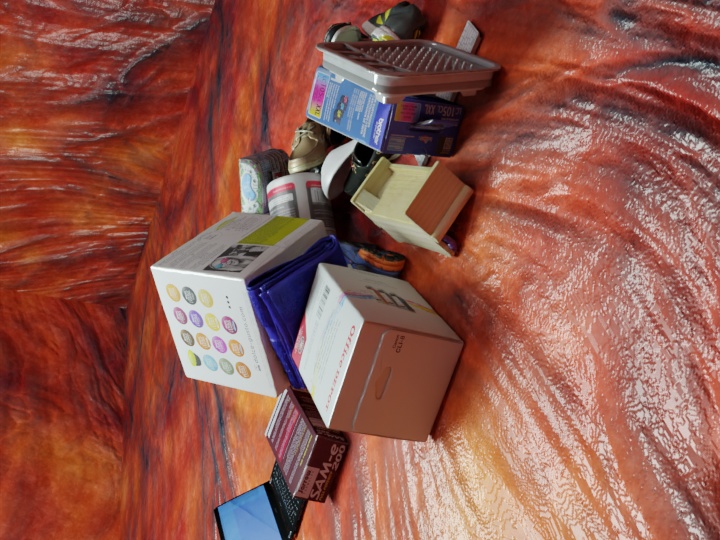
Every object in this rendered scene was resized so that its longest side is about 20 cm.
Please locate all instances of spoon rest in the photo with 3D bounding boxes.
[{"bbox_3d":[-0.020,-0.203,1.359,0.099,0.060,0.202,-44,-25,-46],"label":"spoon rest"}]

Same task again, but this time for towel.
[{"bbox_3d":[-0.064,0.066,1.171,0.050,0.146,0.202,42,157,50],"label":"towel"}]

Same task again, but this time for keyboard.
[{"bbox_3d":[0.117,-0.243,1.151,0.057,0.010,0.202,-113,39,-53],"label":"keyboard"}]

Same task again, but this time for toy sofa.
[{"bbox_3d":[0.075,-0.090,1.116,0.083,0.097,0.200,-54,22,-5],"label":"toy sofa"}]

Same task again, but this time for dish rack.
[{"bbox_3d":[0.058,-0.250,1.036,0.171,0.197,0.044,36,130,47],"label":"dish rack"}]

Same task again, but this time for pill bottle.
[{"bbox_3d":[-0.095,-0.056,1.422,0.110,0.109,0.204,-27,70,62],"label":"pill bottle"}]

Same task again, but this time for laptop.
[{"bbox_3d":[-0.174,0.388,1.447,0.177,0.102,0.203,-132,56,-62],"label":"laptop"}]

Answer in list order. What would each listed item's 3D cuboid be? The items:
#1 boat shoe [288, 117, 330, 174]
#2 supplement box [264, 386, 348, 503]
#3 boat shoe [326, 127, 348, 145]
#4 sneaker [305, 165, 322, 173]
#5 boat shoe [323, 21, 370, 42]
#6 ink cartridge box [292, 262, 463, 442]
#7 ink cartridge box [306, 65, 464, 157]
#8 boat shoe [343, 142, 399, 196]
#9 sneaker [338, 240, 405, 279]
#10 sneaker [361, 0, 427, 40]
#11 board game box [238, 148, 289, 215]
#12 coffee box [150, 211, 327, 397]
[{"bbox_3d":[-0.094,-0.229,1.469,0.201,0.070,0.065,-74,-33,-61],"label":"boat shoe"},{"bbox_3d":[-0.092,0.274,1.347,0.110,0.060,0.200,-68,24,11],"label":"supplement box"},{"bbox_3d":[-0.011,-0.277,1.398,0.200,0.069,0.072,132,149,-65],"label":"boat shoe"},{"bbox_3d":[-0.099,-0.105,1.542,0.090,0.077,0.204,-136,60,-81],"label":"sneaker"},{"bbox_3d":[-0.030,-0.370,1.356,0.076,0.060,0.200,-59,-10,11],"label":"boat shoe"},{"bbox_3d":[0.015,0.102,1.067,0.200,0.142,0.148,-129,55,-63],"label":"ink cartridge box"},{"bbox_3d":[0.042,-0.207,1.103,0.199,0.135,0.078,35,118,42],"label":"ink cartridge box"},{"bbox_3d":[0.015,-0.182,1.306,0.201,0.062,0.075,132,139,-54],"label":"boat shoe"},{"bbox_3d":[0.000,0.000,1.247,0.200,0.074,0.080,-153,72,-68],"label":"sneaker"},{"bbox_3d":[0.060,-0.376,1.294,0.084,0.075,0.201,-40,22,8],"label":"sneaker"},{"bbox_3d":[-0.172,-0.110,1.520,0.200,0.060,0.204,-43,-46,-67],"label":"board game box"},{"bbox_3d":[-0.168,0.045,1.286,0.195,0.200,0.203,7,122,33],"label":"coffee box"}]
